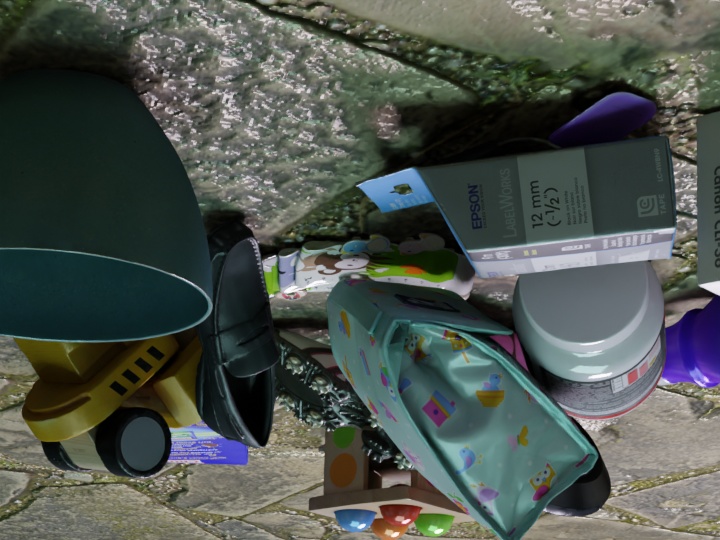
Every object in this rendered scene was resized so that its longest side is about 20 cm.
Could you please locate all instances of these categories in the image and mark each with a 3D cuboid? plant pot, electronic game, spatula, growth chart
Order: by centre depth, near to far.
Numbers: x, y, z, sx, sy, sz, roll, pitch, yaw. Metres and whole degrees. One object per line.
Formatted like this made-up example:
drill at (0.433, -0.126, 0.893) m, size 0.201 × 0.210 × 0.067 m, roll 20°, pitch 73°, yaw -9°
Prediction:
plant pot at (-0.188, -0.046, 1.164) m, size 0.198 × 0.136 × 0.200 m, roll 2°, pitch 163°, yaw 1°
spatula at (0.106, -0.080, 1.219) m, size 0.056 × 0.021 × 0.199 m, roll 10°, pitch 163°, yaw -44°
growth chart at (0.000, 0.000, 1.489) m, size 0.198 × 0.018 × 0.145 m, roll -2°, pitch 161°, yaw 8°
electronic game at (0.146, 0.158, 1.738) m, size 0.199 × 0.200 × 0.042 m, roll 14°, pitch 118°, yaw -34°

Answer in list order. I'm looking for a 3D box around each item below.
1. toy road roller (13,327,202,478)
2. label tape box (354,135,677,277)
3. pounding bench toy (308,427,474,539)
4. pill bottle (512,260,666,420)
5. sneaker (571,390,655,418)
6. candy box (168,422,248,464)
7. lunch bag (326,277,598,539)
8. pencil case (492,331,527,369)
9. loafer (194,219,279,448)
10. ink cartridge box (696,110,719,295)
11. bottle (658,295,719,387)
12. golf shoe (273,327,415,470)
toy road roller at (-0.194, 0.069, 1.531) m, size 0.122 × 0.200 × 0.147 m, roll -1°, pitch 126°, yaw 50°
label tape box at (0.105, -0.035, 1.225) m, size 0.198 × 0.067 × 0.143 m, roll -8°, pitch 172°, yaw 7°
pounding bench toy at (0.058, 0.188, 1.840) m, size 0.123 × 0.158 × 0.199 m, roll -12°, pitch 158°, yaw 36°
pill bottle at (0.176, 0.038, 1.426) m, size 0.115 × 0.117 × 0.200 m, roll -1°, pitch 162°, yaw 9°
sneaker at (0.228, 0.098, 1.688) m, size 0.089 × 0.068 × 0.200 m, roll 4°, pitch 163°, yaw -11°
candy box at (-0.194, 0.135, 1.832) m, size 0.167 × 0.078 × 0.200 m, roll 1°, pitch 161°, yaw -2°
lunch bag at (0.065, 0.087, 1.431) m, size 0.200 × 0.122 × 0.170 m, roll 47°, pitch 177°, yaw -19°
pencil case at (0.088, 0.078, 1.623) m, size 0.199 × 0.091 × 0.094 m, roll 19°, pitch -170°, yaw -39°
loafer at (-0.091, 0.051, 1.442) m, size 0.070 × 0.068 × 0.202 m, roll 31°, pitch 136°, yaw 33°
ink cartridge box at (0.272, -0.035, 1.187) m, size 0.067 × 0.118 × 0.199 m, roll -13°, pitch 156°, yaw 40°
bottle at (0.318, 0.054, 1.517) m, size 0.065 × 0.084 × 0.199 m, roll 16°, pitch 157°, yaw -39°
golf shoe at (-0.007, 0.103, 1.678) m, size 0.199 × 0.088 × 0.078 m, roll 30°, pitch 137°, yaw 14°
